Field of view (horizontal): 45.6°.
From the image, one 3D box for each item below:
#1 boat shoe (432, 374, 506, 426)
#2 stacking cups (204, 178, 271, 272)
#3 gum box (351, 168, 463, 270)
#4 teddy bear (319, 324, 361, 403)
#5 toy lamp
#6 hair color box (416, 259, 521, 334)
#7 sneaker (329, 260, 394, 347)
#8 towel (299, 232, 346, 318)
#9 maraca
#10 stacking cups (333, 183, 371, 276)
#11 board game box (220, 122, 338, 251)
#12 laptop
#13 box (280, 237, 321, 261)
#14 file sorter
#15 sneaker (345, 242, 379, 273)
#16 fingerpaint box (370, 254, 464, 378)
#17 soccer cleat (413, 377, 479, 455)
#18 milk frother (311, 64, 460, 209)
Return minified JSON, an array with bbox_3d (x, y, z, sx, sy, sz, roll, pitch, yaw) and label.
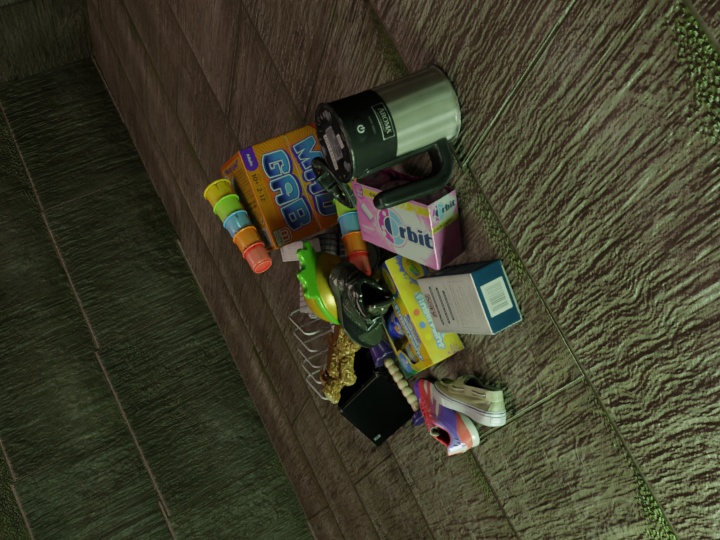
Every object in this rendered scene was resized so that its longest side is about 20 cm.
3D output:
[{"bbox_3d":[0.193,0.215,1.498,0.199,0.071,0.063,16,102,61],"label":"boat shoe"},{"bbox_3d":[-0.239,-0.087,1.686,0.202,0.060,0.061,57,158,23],"label":"stacking cups"},{"bbox_3d":[0.071,-0.091,1.403,0.198,0.066,0.115,23,135,45],"label":"gum box"},{"bbox_3d":[-0.043,0.200,1.921,0.145,0.065,0.204,-141,61,-69],"label":"teddy bear"},{"bbox_3d":[0.081,0.228,1.797,0.202,0.057,0.059,59,159,24],"label":"toy lamp"},{"bbox_3d":[0.169,0.044,1.362,0.102,0.060,0.199,69,160,-5],"label":"hair color box"},{"bbox_3d":[0.015,0.082,1.561,0.114,0.076,0.202,31,148,43],"label":"sneaker"},{"bbox_3d":[-0.072,0.015,1.856,0.200,0.084,0.170,157,113,-70],"label":"towel"},{"bbox_3d":[-0.065,0.025,1.618,0.200,0.105,0.140,39,-142,-52],"label":"maraca"},{"bbox_3d":[-0.011,-0.084,1.624,0.061,0.059,0.204,117,143,-65],"label":"stacking cups"},{"bbox_3d":[-0.146,-0.165,1.755,0.203,0.197,0.199,68,160,-5],"label":"board game box"},{"bbox_3d":[0.030,0.257,1.923,0.178,0.102,0.203,-48,39,40],"label":"laptop"},{"bbox_3d":[-0.130,-0.043,1.834,0.200,0.038,0.042,175,83,-72],"label":"box"},{"bbox_3d":[-0.080,0.188,2.075,0.138,0.123,0.203,37,145,55],"label":"file sorter"},{"bbox_3d":[0.000,0.000,1.733,0.099,0.074,0.204,28,137,59],"label":"sneaker"},{"bbox_3d":[0.092,0.083,1.585,0.203,0.072,0.167,65,160,8],"label":"fingerpaint box"},{"bbox_3d":[0.148,0.277,1.648,0.200,0.072,0.069,44,150,48],"label":"soccer cleat"},{"bbox_3d":[0.029,-0.193,1.287,0.199,0.185,0.184,25,134,62],"label":"milk frother"}]
